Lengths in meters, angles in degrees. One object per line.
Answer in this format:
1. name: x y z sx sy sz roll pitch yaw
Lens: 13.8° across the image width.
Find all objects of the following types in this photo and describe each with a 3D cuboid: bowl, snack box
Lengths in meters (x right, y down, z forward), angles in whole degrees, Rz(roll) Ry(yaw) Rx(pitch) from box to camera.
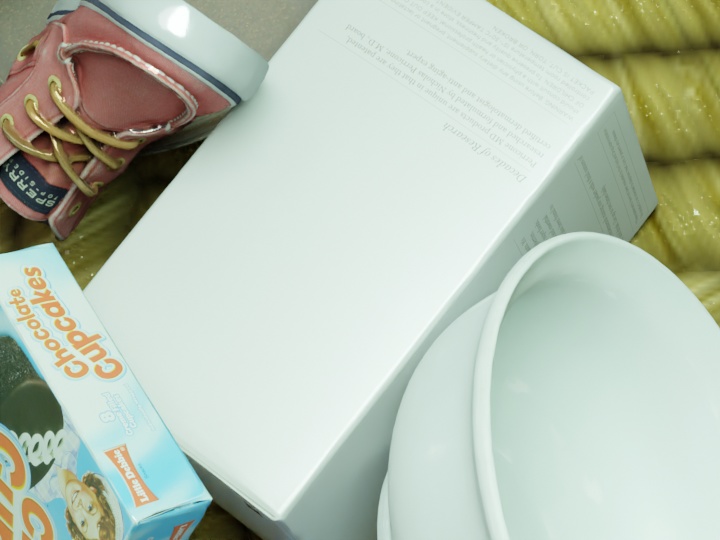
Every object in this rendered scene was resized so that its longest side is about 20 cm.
1. bowl: 0.069 0.093 1.050 0.090 0.201 0.201 -19 65 34
2. snack box: -0.128 0.097 1.083 0.037 0.200 0.116 -15 60 -38

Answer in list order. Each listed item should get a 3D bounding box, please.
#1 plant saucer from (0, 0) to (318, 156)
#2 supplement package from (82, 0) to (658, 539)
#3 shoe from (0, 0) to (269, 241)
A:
1. plant saucer: -0.090 -0.135 1.235 0.200 0.032 0.200 -4 71 11
2. supplement package: 0.000 0.000 1.117 0.120 0.121 0.200 35 80 22
3. shoe: -0.097 -0.057 1.101 0.071 0.200 0.091 35 84 -15
